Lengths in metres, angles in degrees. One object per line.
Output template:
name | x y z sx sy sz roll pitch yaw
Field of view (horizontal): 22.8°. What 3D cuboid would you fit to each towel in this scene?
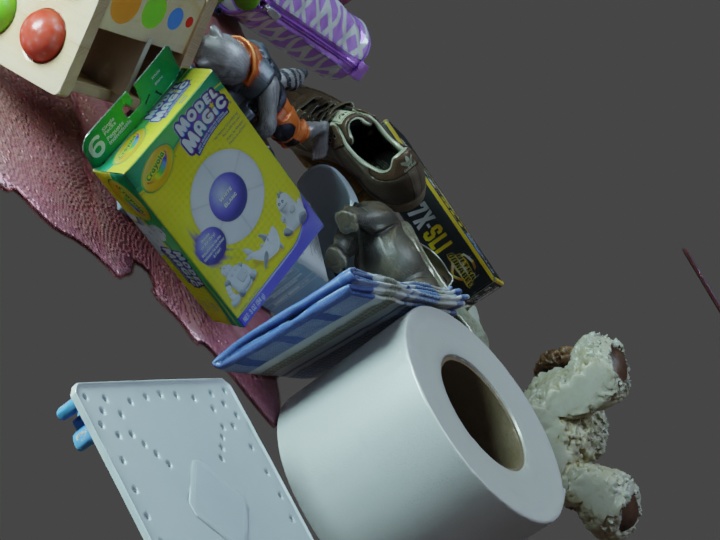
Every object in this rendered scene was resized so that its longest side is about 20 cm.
towel | -0.013 0.046 1.445 0.200 0.146 0.024 10 52 -60

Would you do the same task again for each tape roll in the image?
tape roll | 0.048 0.149 1.429 0.203 0.139 0.203 45 23 -24

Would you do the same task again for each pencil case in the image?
pencil case | -0.070 -0.271 1.898 0.085 0.084 0.200 44 12 37

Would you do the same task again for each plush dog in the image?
plush dog | 0.193 0.165 1.764 0.172 0.159 0.202 12 72 -80

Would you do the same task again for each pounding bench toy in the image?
pounding bench toy | -0.243 -0.221 1.395 0.199 0.125 0.156 30 10 28

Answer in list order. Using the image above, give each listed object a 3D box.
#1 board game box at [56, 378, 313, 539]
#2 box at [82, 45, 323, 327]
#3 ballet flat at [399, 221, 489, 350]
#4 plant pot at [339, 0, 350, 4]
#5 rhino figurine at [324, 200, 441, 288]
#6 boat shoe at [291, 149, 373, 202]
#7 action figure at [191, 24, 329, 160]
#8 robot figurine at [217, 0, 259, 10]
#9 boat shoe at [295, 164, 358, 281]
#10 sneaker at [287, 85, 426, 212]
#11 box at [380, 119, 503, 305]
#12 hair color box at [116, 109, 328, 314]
board game box | -0.106 0.167 1.232 0.201 0.026 0.200 60 21 16
box | -0.121 -0.066 1.389 0.118 0.048 0.200 -53 125 -23
ballet flat | 0.082 0.035 1.763 0.062 0.067 0.201 -33 87 -37
plant pot | -0.070 -0.387 1.959 0.179 0.199 0.201 53 15 -47
rhino figurine | 0.041 0.024 1.570 0.201 0.060 0.087 56 26 -7
boat shoe | -0.009 -0.091 1.770 0.069 0.071 0.201 22 36 -53
action figure | -0.116 -0.177 1.598 0.200 0.105 0.193 41 0 15
robot figurine | -0.175 -0.288 1.651 0.174 0.116 0.200 21 17 6
boat shoe | 0.000 0.000 1.663 0.091 0.071 0.201 17 49 -57
sneaker | -0.014 -0.136 1.701 0.200 0.070 0.076 35 -26 25
box | 0.074 -0.057 1.874 0.201 0.049 0.160 56 7 6
hair color box | -0.118 -0.054 1.497 0.200 0.060 0.099 36 27 -40
